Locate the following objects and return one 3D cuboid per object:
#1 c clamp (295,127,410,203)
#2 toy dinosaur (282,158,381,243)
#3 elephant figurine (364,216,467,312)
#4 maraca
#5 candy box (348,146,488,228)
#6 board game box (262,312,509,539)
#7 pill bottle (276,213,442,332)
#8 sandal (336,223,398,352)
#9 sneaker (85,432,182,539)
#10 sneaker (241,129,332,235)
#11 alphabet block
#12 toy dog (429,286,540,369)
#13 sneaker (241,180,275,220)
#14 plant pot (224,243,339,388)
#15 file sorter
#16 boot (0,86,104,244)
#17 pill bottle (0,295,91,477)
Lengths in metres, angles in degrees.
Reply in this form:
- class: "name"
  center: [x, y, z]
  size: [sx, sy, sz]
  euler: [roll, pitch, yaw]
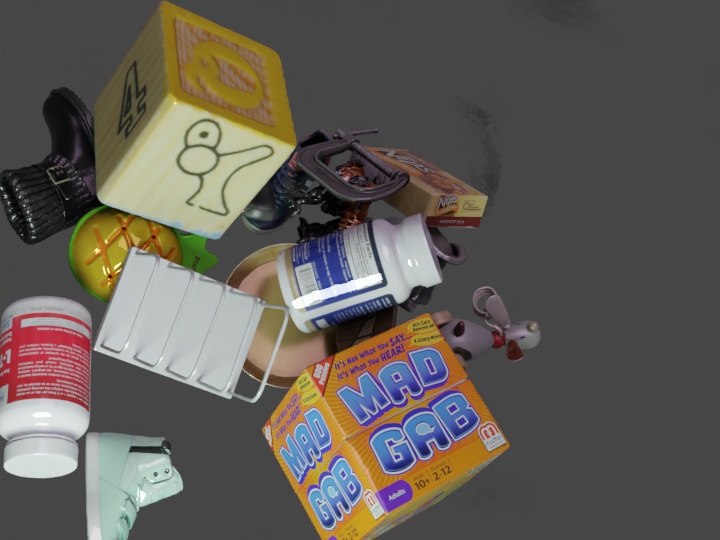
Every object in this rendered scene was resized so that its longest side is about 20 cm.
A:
- class: "c clamp"
  center: [0.000, -0.156, 1.576]
  size: [0.170, 0.027, 0.200]
  euler: [-12, 38, -27]
- class: "toy dinosaur"
  center: [-0.035, -0.098, 1.566]
  size: [0.134, 0.200, 0.103]
  euler: [-12, 104, 8]
- class: "elephant figurine"
  center: [0.089, -0.023, 1.625]
  size: [0.199, 0.141, 0.157]
  euler: [-4, 91, -42]
- class: "maraca"
  center: [-0.290, -0.015, 1.465]
  size: [0.198, 0.107, 0.138]
  euler: [15, 90, -21]
- class: "candy box"
  center: [0.082, -0.127, 1.642]
  size: [0.115, 0.056, 0.200]
  euler: [0, 25, -39]
- class: "board game box"
  center: [0.027, 0.214, 1.406]
  size: [0.199, 0.200, 0.201]
  euler: [-22, 72, -31]
- class: "pill bottle"
  center: [0.000, 0.000, 1.432]
  size: [0.198, 0.116, 0.117]
  euler: [-17, 64, 8]
- class: "sandal"
  center: [0.021, 0.033, 1.509]
  size: [0.080, 0.054, 0.202]
  euler: [5, 74, 19]
- class: "sneaker"
  center: [-0.269, 0.286, 1.315]
  size: [0.117, 0.074, 0.202]
  euler: [0, 59, -15]
- class: "sneaker"
  center: [-0.107, -0.139, 1.628]
  size: [0.075, 0.085, 0.201]
  euler: [34, 55, -1]
- class: "alphabet block"
  center: [-0.223, -0.193, 1.444]
  size: [0.194, 0.200, 0.198]
  euler: [18, 43, -36]
- class: "toy dog"
  center: [0.183, 0.089, 1.608]
  size: [0.199, 0.096, 0.132]
  euler: [-29, 75, -33]
- class: "sneaker"
  center: [-0.161, -0.165, 1.561]
  size: [0.075, 0.116, 0.200]
  euler: [4, 34, -33]
- class: "plant pot"
  center: [-0.098, 0.063, 1.517]
  size: [0.198, 0.027, 0.202]
  euler: [2, 80, -12]
- class: "file sorter"
  center: [-0.209, 0.072, 1.383]
  size: [0.199, 0.124, 0.140]
  euler: [24, 81, -27]
- class: "boot"
  center: [-0.430, -0.148, 1.502]
  size: [0.157, 0.080, 0.212]
  euler: [-21, 72, -31]
- class: "pill bottle"
  center: [-0.384, 0.142, 1.331]
  size: [0.111, 0.112, 0.202]
  euler: [5, 59, -20]
